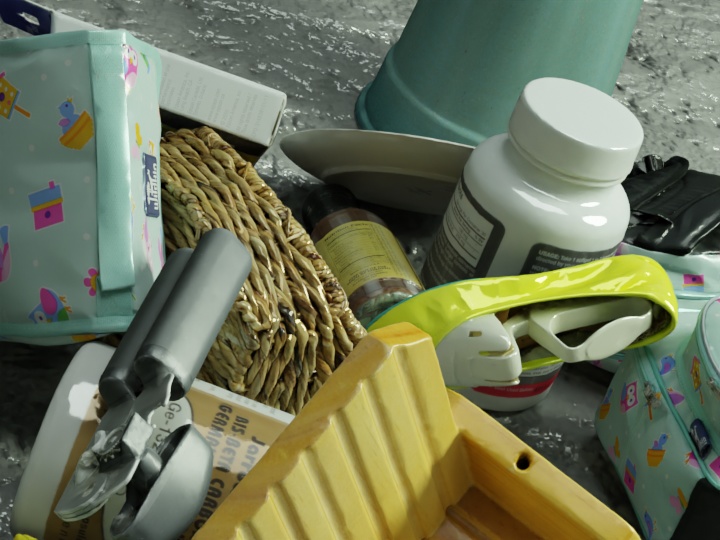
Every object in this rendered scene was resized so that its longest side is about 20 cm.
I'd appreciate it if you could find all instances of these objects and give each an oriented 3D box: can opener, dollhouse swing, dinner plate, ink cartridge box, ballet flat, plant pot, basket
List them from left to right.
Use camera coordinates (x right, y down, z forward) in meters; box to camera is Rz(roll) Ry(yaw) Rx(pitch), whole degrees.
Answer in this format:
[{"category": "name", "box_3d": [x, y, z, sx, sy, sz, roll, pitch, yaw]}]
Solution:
[{"category": "ink cartridge box", "box_3d": [-0.152, -0.123, 1.417, 0.199, 0.047, 0.198, 18, -2, -5]}, {"category": "can opener", "box_3d": [-0.094, 0.063, 1.084, 0.067, 0.053, 0.200, 48, 37, -19]}, {"category": "basket", "box_3d": [-0.067, 0.003, 1.304, 0.149, 0.143, 0.200, -6, 41, -37]}, {"category": "dinner plate", "box_3d": [0.041, -0.063, 1.494, 0.199, 0.024, 0.200, 8, -9, 1]}, {"category": "dollhouse swing", "box_3d": [0.033, 0.157, 0.997, 0.182, 0.176, 0.200, 37, 70, 13]}, {"category": "plant pot", "box_3d": [0.121, -0.177, 1.646, 0.199, 0.197, 0.200, 16, 31, -10]}, {"category": "ballet flat", "box_3d": [0.100, 0.037, 1.306, 0.199, 0.067, 0.067, -13, 38, -11]}]

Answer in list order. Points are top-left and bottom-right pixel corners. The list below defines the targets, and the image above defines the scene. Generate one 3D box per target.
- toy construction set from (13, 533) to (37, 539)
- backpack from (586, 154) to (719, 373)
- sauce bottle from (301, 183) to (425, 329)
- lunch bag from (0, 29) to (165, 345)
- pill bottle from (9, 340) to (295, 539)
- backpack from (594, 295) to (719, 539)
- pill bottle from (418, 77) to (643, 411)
[{"category": "toy construction set", "box_3d": [-0.174, 0.152, 1.030, 0.200, 0.092, 0.131, 42, 5, -3]}, {"category": "backpack", "box_3d": [0.223, -0.001, 1.493, 0.166, 0.127, 0.200, 11, 18, 33]}, {"category": "sauce bottle", "box_3d": [0.000, 0.000, 1.414, 0.064, 0.065, 0.200, 11, 21, -16]}, {"category": "lunch bag", "box_3d": [-0.171, -0.044, 1.212, 0.122, 0.171, 0.200, -1, -2, -32]}, {"category": "pill bottle", "box_3d": [-0.073, 0.123, 1.140, 0.199, 0.115, 0.114, 21, 31, -1]}, {"category": "backpack", "box_3d": [0.245, 0.100, 1.339, 0.175, 0.154, 0.200, 5, 26, -21]}, {"category": "pill bottle", "box_3d": [0.105, -0.018, 1.384, 0.110, 0.200, 0.111, 16, 31, -10]}]
